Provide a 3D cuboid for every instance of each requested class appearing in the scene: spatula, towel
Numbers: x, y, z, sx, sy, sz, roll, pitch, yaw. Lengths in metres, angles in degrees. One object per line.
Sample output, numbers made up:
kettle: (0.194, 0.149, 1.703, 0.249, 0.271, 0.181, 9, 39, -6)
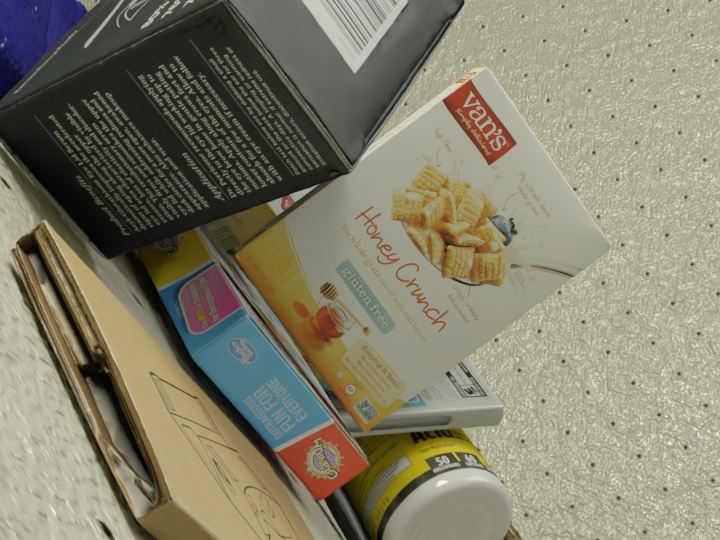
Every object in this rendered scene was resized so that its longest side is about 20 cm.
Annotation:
spatula: (0.023, 0.209, 0.966, 0.200, 0.021, 0.057, 51, -14, 25)
towel: (-0.192, -0.118, 0.876, 0.200, 0.049, 0.148, 55, 19, -39)

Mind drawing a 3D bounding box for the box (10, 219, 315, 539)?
box: (-0.059, 0.088, 0.594, 0.164, 0.021, 0.200, 53, -2, 44)

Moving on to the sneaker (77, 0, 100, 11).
sneaker: (-0.130, -0.184, 0.917, 0.082, 0.078, 0.200, 45, -21, -31)

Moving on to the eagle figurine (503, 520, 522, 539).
eagle figurine: (0.129, 0.305, 1.365, 0.200, 0.150, 0.152, 102, 3, -50)

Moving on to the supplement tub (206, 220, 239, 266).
supplement tub: (-0.123, -0.089, 1.181, 0.145, 0.145, 0.200, 53, -1, 34)

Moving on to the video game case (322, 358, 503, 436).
video game case: (-0.006, 0.070, 1.186, 0.200, 0.181, 0.024, -127, -138, -53)

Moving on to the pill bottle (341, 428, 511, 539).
pill bottle: (0.031, 0.152, 1.192, 0.111, 0.111, 0.200, 54, -2, -42)

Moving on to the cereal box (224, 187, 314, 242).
cereal box: (-0.076, -0.110, 1.026, 0.144, 0.039, 0.200, 53, 26, -30)

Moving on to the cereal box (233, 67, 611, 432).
cereal box: (0.039, -0.014, 0.924, 0.144, 0.200, 0.040, 53, -1, -9)

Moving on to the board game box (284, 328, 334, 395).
board game box: (0.000, 0.000, 1.163, 0.104, 0.103, 0.200, 20, 32, 10)

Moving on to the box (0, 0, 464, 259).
box: (-0.071, -0.108, 0.754, 0.199, 0.148, 0.104, -16, -59, 44)

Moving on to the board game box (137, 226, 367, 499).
board game box: (-0.081, 0.038, 0.952, 0.153, 0.040, 0.200, 54, -1, -37)
